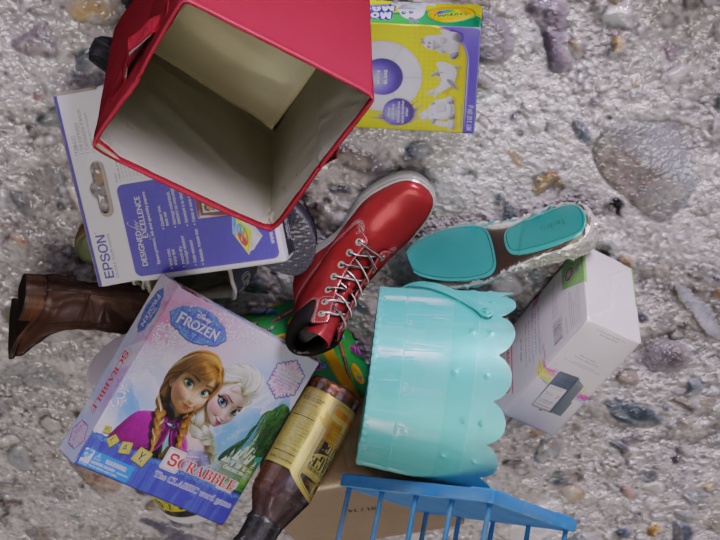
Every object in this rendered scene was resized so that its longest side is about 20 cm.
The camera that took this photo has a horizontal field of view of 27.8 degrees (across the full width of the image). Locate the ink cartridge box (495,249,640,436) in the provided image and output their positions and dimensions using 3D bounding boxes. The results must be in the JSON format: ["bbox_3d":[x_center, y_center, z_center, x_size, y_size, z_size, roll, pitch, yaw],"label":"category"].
[{"bbox_3d":[0.204,0.086,1.509,0.067,0.118,0.200,24,129,-15],"label":"ink cartridge box"}]

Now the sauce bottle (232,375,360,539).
[{"bbox_3d":[-0.070,0.207,1.495,0.066,0.201,0.066,26,165,8],"label":"sauce bottle"}]

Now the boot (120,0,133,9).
[{"bbox_3d":[-0.120,-0.306,1.273,0.198,0.066,0.166,-2,130,2],"label":"boot"}]

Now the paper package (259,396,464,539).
[{"bbox_3d":[0.002,0.224,1.611,0.198,0.104,0.191,-11,149,10],"label":"paper package"}]

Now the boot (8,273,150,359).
[{"bbox_3d":[-0.277,0.058,1.577,0.198,0.065,0.186,4,160,-20],"label":"boot"}]

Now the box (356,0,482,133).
[{"bbox_3d":[0.012,-0.192,1.354,0.198,0.049,0.118,4,128,5],"label":"box"}]

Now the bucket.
[{"bbox_3d":[0.072,0.111,1.427,0.134,0.208,0.208,8,129,0],"label":"bucket"}]

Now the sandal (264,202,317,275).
[{"bbox_3d":[-0.116,-0.079,1.463,0.076,0.043,0.200,-39,104,25],"label":"sandal"}]

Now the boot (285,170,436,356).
[{"bbox_3d":[0.000,0.000,1.446,0.072,0.145,0.200,35,122,-19],"label":"boot"}]

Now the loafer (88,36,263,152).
[{"bbox_3d":[-0.174,-0.139,1.339,0.200,0.068,0.071,38,103,-1],"label":"loafer"}]

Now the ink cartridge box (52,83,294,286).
[{"bbox_3d":[-0.179,-0.095,1.411,0.198,0.047,0.199,-7,105,15],"label":"ink cartridge box"}]

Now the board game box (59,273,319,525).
[{"bbox_3d":[-0.168,0.134,1.460,0.199,0.041,0.200,30,90,-38],"label":"board game box"}]

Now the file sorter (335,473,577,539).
[{"bbox_3d":[0.086,0.281,1.429,0.199,0.124,0.138,-2,161,44],"label":"file sorter"}]

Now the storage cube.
[{"bbox_3d":[-0.103,-0.176,1.225,0.199,0.181,0.171,24,128,-22],"label":"storage cube"}]

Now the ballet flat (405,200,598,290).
[{"bbox_3d":[0.147,-0.016,1.471,0.198,0.072,0.072,-12,126,17],"label":"ballet flat"}]

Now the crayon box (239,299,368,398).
[{"bbox_3d":[-0.105,0.107,1.595,0.199,0.058,0.119,-16,125,18],"label":"crayon box"}]

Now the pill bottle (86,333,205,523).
[{"bbox_3d":[-0.206,0.165,1.544,0.112,0.113,0.201,-16,124,18],"label":"pill bottle"}]

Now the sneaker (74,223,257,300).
[{"bbox_3d":[-0.204,-0.008,1.494,0.198,0.090,0.068,3,130,4],"label":"sneaker"}]
